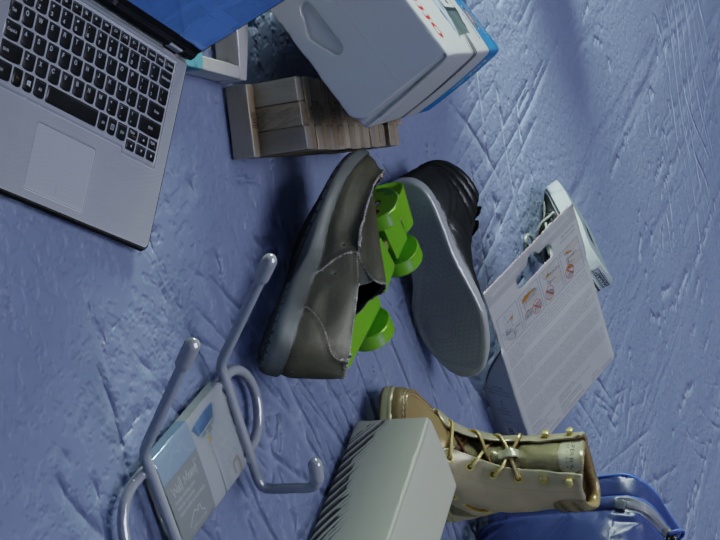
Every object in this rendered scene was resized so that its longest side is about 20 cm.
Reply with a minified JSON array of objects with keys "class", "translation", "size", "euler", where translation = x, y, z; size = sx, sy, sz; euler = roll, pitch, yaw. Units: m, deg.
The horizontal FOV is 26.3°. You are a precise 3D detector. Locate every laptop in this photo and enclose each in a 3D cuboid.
[{"class":"laptop","translation":[-0.109,-0.123,0.868],"size":[0.187,0.116,0.201],"euler":[27,72,-62]}]

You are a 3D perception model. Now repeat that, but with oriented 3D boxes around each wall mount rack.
[{"class":"wall mount rack","translation":[-0.085,0.095,0.965],"size":[0.200,0.074,0.174],"euler":[-53,132,-58]}]

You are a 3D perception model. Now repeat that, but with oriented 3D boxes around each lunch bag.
[{"class":"lunch bag","translation":[0.206,0.265,1.435],"size":[0.136,0.200,0.133],"euler":[54,35,-41]}]

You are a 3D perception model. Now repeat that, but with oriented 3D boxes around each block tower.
[{"class":"block tower","translation":[-0.029,-0.115,1.163],"size":[0.200,0.058,0.054],"euler":[-14,97,-65]}]

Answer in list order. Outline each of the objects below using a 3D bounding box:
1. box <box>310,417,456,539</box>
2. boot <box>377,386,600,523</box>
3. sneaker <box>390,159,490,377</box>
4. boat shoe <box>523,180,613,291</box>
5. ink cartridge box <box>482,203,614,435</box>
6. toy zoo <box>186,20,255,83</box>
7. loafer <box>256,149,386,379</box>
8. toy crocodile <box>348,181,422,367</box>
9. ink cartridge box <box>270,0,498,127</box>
[{"class":"box","translation":[0.011,0.208,1.166],"size":[0.200,0.068,0.082],"euler":[-66,143,-49]},{"class":"boot","translation":[0.110,0.153,1.293],"size":[0.200,0.155,0.073],"euler":[56,36,-47]},{"class":"sneaker","translation":[0.084,-0.009,1.374],"size":[0.099,0.071,0.200],"euler":[-49,125,-53]},{"class":"boat shoe","translation":[0.220,-0.029,1.691],"size":[0.074,0.068,0.200],"euler":[52,14,-33]},{"class":"ink cartridge box","translation":[0.176,0.055,1.537],"size":[0.161,0.050,0.200],"euler":[-44,126,-33]},{"class":"toy zoo","translation":[-0.120,-0.196,1.017],"size":[0.200,0.020,0.132],"euler":[0,85,-66]},{"class":"loafer","translation":[-0.016,0.000,1.124],"size":[0.075,0.070,0.200],"euler":[124,-12,-58]},{"class":"toy crocodile","translation":[0.000,0.000,1.210],"size":[0.068,0.062,0.200],"euler":[64,35,-38]},{"class":"ink cartridge box","translation":[0.014,-0.193,1.150],"size":[0.147,0.086,0.200],"euler":[53,17,1]}]
